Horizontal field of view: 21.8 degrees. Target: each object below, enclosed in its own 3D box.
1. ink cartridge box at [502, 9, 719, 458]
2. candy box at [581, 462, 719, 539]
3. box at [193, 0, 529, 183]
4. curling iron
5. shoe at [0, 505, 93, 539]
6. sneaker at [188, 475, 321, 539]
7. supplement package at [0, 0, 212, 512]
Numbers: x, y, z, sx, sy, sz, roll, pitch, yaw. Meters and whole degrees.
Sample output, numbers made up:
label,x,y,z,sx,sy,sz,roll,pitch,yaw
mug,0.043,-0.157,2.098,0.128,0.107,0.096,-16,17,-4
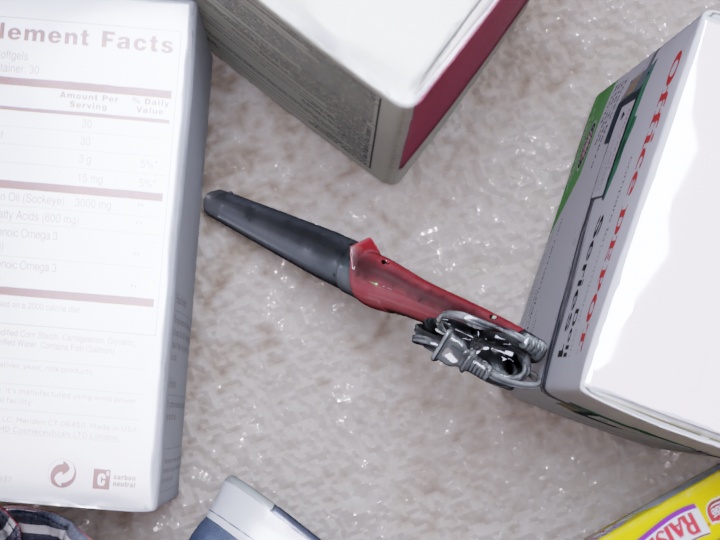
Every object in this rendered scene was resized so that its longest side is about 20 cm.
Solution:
label,x,y,z,sx,sy,sz,roll,pitch,yaw
ink cartridge box,0.127,-0.007,0.734,0.084,0.200,0.147,19,85,-2
candy box,0.118,0.103,0.740,0.199,0.102,0.027,-24,82,-26
box,-0.002,-0.125,0.741,0.128,0.200,0.109,37,86,2
curling iron,0.000,0.000,0.761,0.199,0.049,0.026,30,99,44
shoe,-0.173,0.129,0.753,0.199,0.071,0.092,20,105,26
sneaker,-0.014,0.203,0.773,0.202,0.077,0.147,34,79,8
supplement package,-0.127,-0.008,0.773,0.116,0.117,0.202,5,85,0
